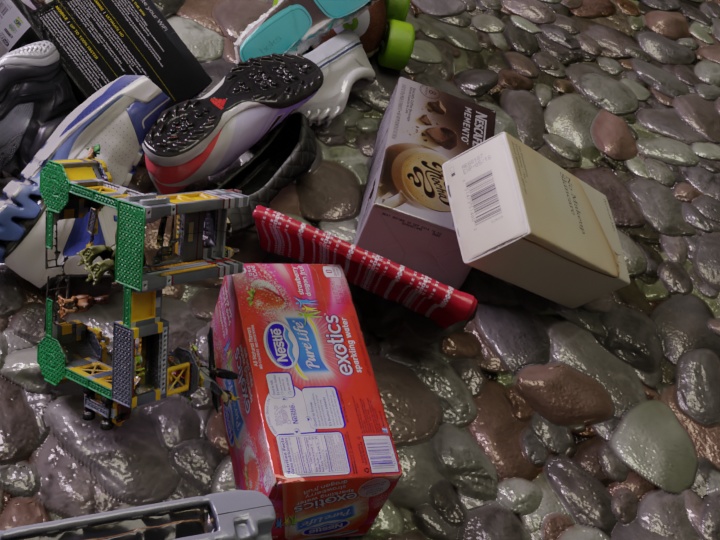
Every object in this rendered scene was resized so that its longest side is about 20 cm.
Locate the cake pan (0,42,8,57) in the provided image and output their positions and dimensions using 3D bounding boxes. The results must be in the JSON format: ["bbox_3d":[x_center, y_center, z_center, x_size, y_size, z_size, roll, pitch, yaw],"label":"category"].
[{"bbox_3d":[-0.394,-0.269,0.965,0.198,0.037,0.203,4,82,-28],"label":"cake pan"}]

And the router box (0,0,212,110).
[{"bbox_3d":[-0.251,-0.218,0.972,0.201,0.051,0.149,53,42,-11],"label":"router box"}]

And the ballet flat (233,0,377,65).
[{"bbox_3d":[-0.051,-0.279,1.095,0.199,0.072,0.072,-32,57,8],"label":"ballet flat"}]

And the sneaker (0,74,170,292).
[{"bbox_3d":[-0.218,-0.059,0.852,0.200,0.080,0.115,-48,117,-7],"label":"sneaker"}]

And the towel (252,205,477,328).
[{"bbox_3d":[0.000,0.000,0.893,0.198,0.145,0.023,23,83,-2],"label":"towel"}]

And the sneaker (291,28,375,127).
[{"bbox_3d":[-0.052,-0.182,1.072,0.071,0.073,0.200,51,57,-5],"label":"sneaker"}]

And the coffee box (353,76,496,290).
[{"bbox_3d":[0.067,-0.089,1.028,0.112,0.080,0.201,18,46,-6],"label":"coffee box"}]

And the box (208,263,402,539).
[{"bbox_3d":[-0.049,0.098,0.797,0.099,0.096,0.201,1,49,-23],"label":"box"}]

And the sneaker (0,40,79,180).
[{"bbox_3d":[-0.318,-0.100,0.875,0.199,0.075,0.114,-37,106,-12],"label":"sneaker"}]

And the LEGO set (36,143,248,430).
[{"bbox_3d":[-0.157,0.007,0.771,0.153,0.202,0.115,7,12,39],"label":"LEGO set"}]

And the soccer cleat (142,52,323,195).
[{"bbox_3d":[-0.119,-0.140,0.975,0.199,0.074,0.068,-36,64,-28],"label":"soccer cleat"}]

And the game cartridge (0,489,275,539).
[{"bbox_3d":[-0.159,0.197,0.633,0.198,0.134,0.042,-4,51,-27],"label":"game cartridge"}]

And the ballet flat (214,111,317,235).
[{"bbox_3d":[-0.104,-0.085,0.959,0.066,0.057,0.200,7,34,25],"label":"ballet flat"}]

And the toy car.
[{"bbox_3d":[-0.002,-0.351,1.153,0.163,0.201,0.159,10,46,-13],"label":"toy car"}]

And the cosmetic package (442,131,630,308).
[{"bbox_3d":[0.166,-0.041,0.956,0.199,0.073,0.105,18,54,-49],"label":"cosmetic package"}]
